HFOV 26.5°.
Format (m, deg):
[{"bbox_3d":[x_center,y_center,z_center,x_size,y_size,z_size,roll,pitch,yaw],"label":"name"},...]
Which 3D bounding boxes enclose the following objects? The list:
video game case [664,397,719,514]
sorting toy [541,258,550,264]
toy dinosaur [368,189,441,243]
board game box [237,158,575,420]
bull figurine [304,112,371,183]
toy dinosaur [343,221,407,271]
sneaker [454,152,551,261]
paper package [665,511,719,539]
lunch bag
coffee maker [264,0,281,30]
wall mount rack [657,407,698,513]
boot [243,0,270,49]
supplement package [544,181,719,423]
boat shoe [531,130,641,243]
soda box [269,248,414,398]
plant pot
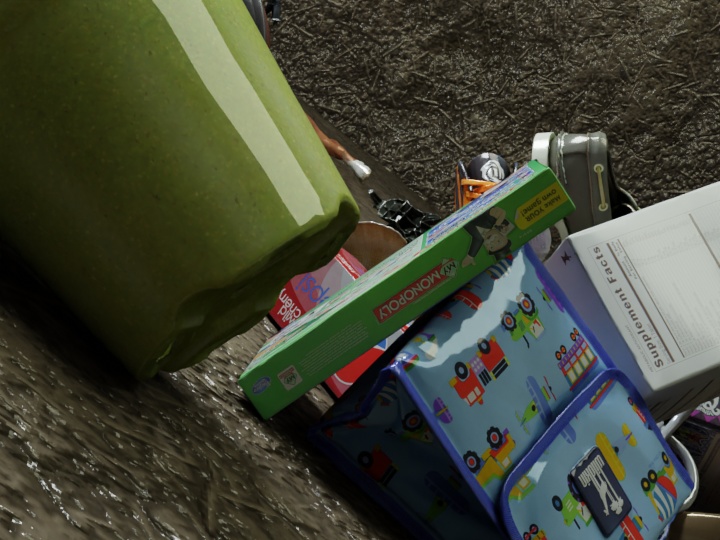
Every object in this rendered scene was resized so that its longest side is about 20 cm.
[{"bbox_3d":[0.240,0.145,1.189,0.180,0.036,0.200,19,-29,10],"label":"video game case"},{"bbox_3d":[0.156,0.047,1.223,0.199,0.180,0.107,16,48,-38],"label":"sorting toy"},{"bbox_3d":[0.014,0.006,1.340,0.199,0.102,0.136,29,-22,21],"label":"toy dinosaur"},{"bbox_3d":[0.027,0.006,0.862,0.029,0.199,0.135,55,7,-4],"label":"board game box"},{"bbox_3d":[-0.062,-0.070,1.201,0.121,0.065,0.200,39,30,-11],"label":"bull figurine"},{"bbox_3d":[0.000,0.000,1.154,0.198,0.058,0.102,5,-44,11],"label":"toy dinosaur"},{"bbox_3d":[0.103,-0.049,1.227,0.077,0.113,0.200,3,-18,-7],"label":"sneaker"},{"bbox_3d":[0.322,0.230,1.073,0.199,0.104,0.190,2,-10,25],"label":"paper package"},{"bbox_3d":[0.095,0.109,0.858,0.200,0.094,0.151,49,45,-1],"label":"lunch bag"},{"bbox_3d":[-0.169,-0.243,1.423,0.200,0.191,0.136,-102,-178,-62],"label":"coffee maker"},{"bbox_3d":[0.182,0.061,1.053,0.200,0.174,0.075,44,-34,9],"label":"wall mount rack"},{"bbox_3d":[-0.090,-0.152,1.370,0.068,0.190,0.200,-4,1,11],"label":"boot"},{"bbox_3d":[0.216,0.019,0.982,0.114,0.199,0.110,63,-25,18],"label":"supplement package"},{"bbox_3d":[0.193,-0.038,1.227,0.202,0.060,0.072,56,35,-46],"label":"boat shoe"},{"bbox_3d":[0.003,0.050,1.021,0.070,0.064,0.200,34,9,-44],"label":"soda box"},{"bbox_3d":[-0.104,-0.058,0.717,0.185,0.200,0.200,53,9,8],"label":"plant pot"}]
